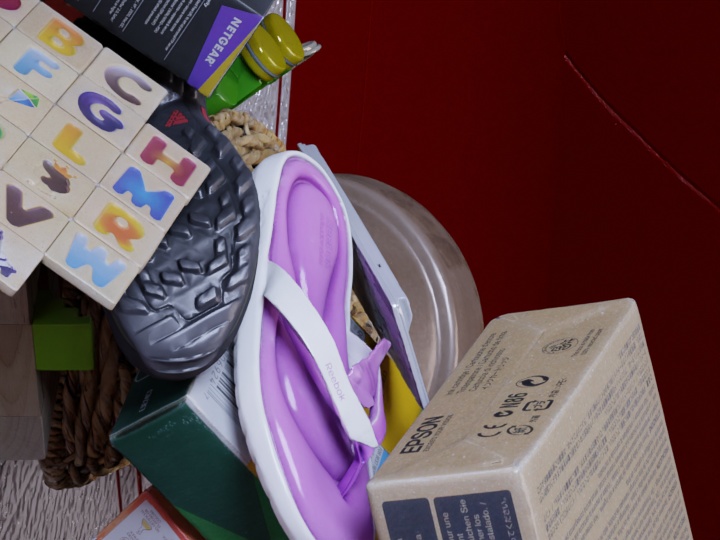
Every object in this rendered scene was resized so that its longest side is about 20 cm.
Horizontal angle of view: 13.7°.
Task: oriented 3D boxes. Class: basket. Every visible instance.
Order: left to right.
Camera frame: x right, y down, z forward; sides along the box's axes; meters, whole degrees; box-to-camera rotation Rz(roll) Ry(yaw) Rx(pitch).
[{"bbox_3d":[-0.097,0.011,1.476,0.143,0.149,0.200,65,12,1],"label":"basket"}]

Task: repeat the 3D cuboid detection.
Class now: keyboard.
[{"bbox_3d":[0.000,0.000,1.363,0.200,0.011,0.056,-119,-163,-64],"label":"keyboard"}]

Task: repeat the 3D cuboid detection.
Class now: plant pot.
[{"bbox_3d":[-0.051,0.040,1.666,0.175,0.200,0.201,7,90,-66],"label":"plant pot"}]

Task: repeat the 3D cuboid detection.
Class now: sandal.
[{"bbox_3d":[-0.015,0.032,1.263,0.082,0.050,0.203,28,45,-47],"label":"sandal"}]

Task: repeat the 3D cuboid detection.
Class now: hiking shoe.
[{"bbox_3d":[-0.083,-0.020,1.289,0.101,0.076,0.200,89,-7,-48],"label":"hiking shoe"}]

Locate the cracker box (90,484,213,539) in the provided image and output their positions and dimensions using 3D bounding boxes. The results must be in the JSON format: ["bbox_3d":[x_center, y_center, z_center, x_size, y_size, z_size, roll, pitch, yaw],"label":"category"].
[{"bbox_3d":[-0.106,0.151,1.385,0.200,0.058,0.134,-42,175,33],"label":"cracker box"}]

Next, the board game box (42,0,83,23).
[{"bbox_3d":[-0.133,-0.067,1.507,0.200,0.040,0.153,-53,149,-69],"label":"board game box"}]

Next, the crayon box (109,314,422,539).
[{"bbox_3d":[-0.014,0.091,1.320,0.200,0.052,0.126,47,36,-22],"label":"crayon box"}]

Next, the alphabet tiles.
[{"bbox_3d":[-0.144,-0.062,1.173,0.006,0.166,0.200,-53,-176,28],"label":"alphabet tiles"}]

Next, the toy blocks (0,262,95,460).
[{"bbox_3d":[-0.161,-0.019,1.307,0.137,0.100,0.200,-88,178,-53],"label":"toy blocks"}]

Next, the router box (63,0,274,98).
[{"bbox_3d":[-0.094,-0.180,1.325,0.052,0.157,0.200,-52,-172,33],"label":"router box"}]

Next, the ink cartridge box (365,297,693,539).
[{"bbox_3d":[0.081,0.124,1.292,0.200,0.075,0.165,-46,126,-63],"label":"ink cartridge box"}]

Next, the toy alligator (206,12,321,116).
[{"bbox_3d":[-0.066,-0.119,1.584,0.054,0.059,0.200,55,17,-3],"label":"toy alligator"}]
